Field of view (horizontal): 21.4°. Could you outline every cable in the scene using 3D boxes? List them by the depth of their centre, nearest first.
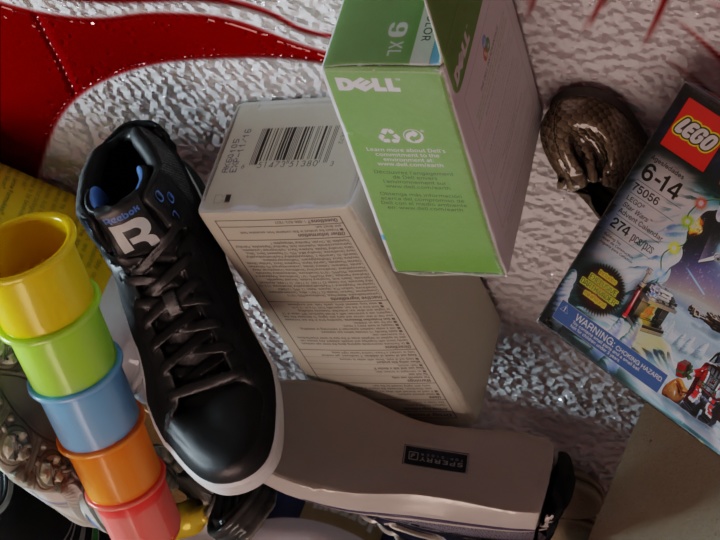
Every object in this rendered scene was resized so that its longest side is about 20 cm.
[{"bbox_3d":[-0.072,0.132,1.151,0.050,0.097,0.200,51,163,-15],"label":"cable"}]

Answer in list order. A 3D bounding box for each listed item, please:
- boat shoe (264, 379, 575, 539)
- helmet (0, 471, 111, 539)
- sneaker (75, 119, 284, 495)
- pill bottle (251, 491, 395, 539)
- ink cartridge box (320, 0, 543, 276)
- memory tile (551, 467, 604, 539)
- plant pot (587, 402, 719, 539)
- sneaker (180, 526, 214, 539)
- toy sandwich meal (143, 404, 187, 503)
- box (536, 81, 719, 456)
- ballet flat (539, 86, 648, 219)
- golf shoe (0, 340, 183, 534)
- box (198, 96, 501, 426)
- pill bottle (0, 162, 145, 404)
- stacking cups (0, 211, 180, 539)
[{"bbox_3d":[0.017,0.127,1.079,0.199,0.075,0.093,14,142,6],"label":"boat shoe"},{"bbox_3d":[-0.246,0.185,1.196,0.199,0.191,0.200,9,140,8],"label":"helmet"},{"bbox_3d":[-0.103,0.014,0.986,0.073,0.201,0.112,-24,150,7],"label":"sneaker"},{"bbox_3d":[-0.017,0.170,1.171,0.119,0.200,0.120,11,135,11],"label":"pill bottle"},{"bbox_3d":[0.031,-0.098,0.866,0.059,0.104,0.200,2,144,19],"label":"ink cartridge box"},{"bbox_3d":[0.074,0.169,1.311,0.199,0.017,0.154,5,145,16],"label":"memory tile"},{"bbox_3d":[0.245,0.159,1.079,0.176,0.200,0.200,4,146,40],"label":"plant pot"},{"bbox_3d":[-0.075,0.222,1.370,0.200,0.100,0.078,33,158,-18],"label":"sneaker"},{"bbox_3d":[-0.180,0.098,1.280,0.204,0.070,0.206,9,140,8],"label":"toy sandwich meal"},{"bbox_3d":[0.198,0.023,0.877,0.200,0.137,0.040,36,-166,23],"label":"box"},{"bbox_3d":[0.158,-0.018,0.976,0.067,0.047,0.200,-16,134,40],"label":"ballet flat"},{"bbox_3d":[-0.189,0.093,1.068,0.097,0.079,0.200,5,148,33],"label":"golf shoe"},{"bbox_3d":[0.000,0.000,1.043,0.095,0.078,0.200,-1,143,25],"label":"box"},{"bbox_3d":[-0.186,0.007,1.107,0.199,0.112,0.111,23,146,-11],"label":"pill bottle"},{"bbox_3d":[-0.140,0.064,1.002,0.060,0.061,0.201,-2,128,26],"label":"stacking cups"}]
